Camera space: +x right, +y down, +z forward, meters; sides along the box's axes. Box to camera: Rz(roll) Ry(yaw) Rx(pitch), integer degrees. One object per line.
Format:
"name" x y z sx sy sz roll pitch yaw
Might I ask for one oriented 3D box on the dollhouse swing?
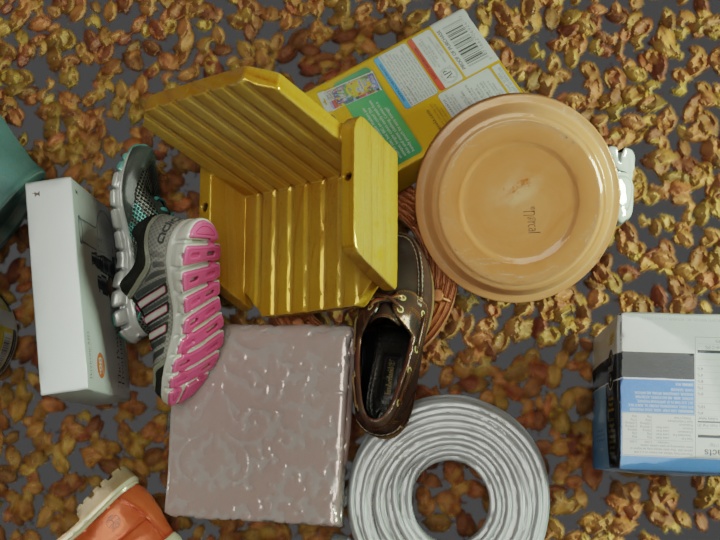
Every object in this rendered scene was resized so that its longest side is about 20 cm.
"dollhouse swing" -0.094 -0.062 1.061 0.198 0.175 0.185 -7 77 37

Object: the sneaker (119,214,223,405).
"sneaker" -0.184 0.032 1.114 0.087 0.074 0.202 23 123 28

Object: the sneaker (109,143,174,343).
"sneaker" -0.203 -0.029 1.185 0.090 0.078 0.203 -3 87 8

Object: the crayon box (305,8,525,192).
"crayon box" 0.051 -0.162 1.169 0.198 0.052 0.127 -29 69 -10

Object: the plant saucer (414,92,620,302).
"plant saucer" 0.150 -0.067 1.113 0.197 0.032 0.203 0 103 1

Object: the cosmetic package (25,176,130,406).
"cosmetic package" -0.276 0.026 1.144 0.051 0.151 0.203 -8 80 5

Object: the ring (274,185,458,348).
"ring" 0.000 0.000 1.160 0.197 0.019 0.204 -1 79 6

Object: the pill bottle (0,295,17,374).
"pill bottle" -0.420 0.054 1.129 0.110 0.200 0.114 -1 79 6

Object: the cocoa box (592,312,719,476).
"cocoa box" 0.282 0.117 1.043 0.131 0.200 0.133 1 81 5

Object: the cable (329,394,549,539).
"cable" 0.084 0.219 1.113 0.198 0.069 0.202 29 84 10

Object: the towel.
"towel" -0.098 0.148 1.137 0.197 0.032 0.194 -1 81 25

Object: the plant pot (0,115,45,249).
"plant pot" -0.430 -0.102 1.172 0.187 0.200 0.201 37 85 -5

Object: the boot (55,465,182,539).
"boot" -0.267 0.301 1.137 0.107 0.075 0.200 44 86 6

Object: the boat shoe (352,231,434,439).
"boat shoe" 0.030 0.055 1.094 0.069 0.070 0.203 -1 71 13

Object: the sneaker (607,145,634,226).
"sneaker" 0.176 -0.074 1.157 0.197 0.075 0.082 -5 88 6
